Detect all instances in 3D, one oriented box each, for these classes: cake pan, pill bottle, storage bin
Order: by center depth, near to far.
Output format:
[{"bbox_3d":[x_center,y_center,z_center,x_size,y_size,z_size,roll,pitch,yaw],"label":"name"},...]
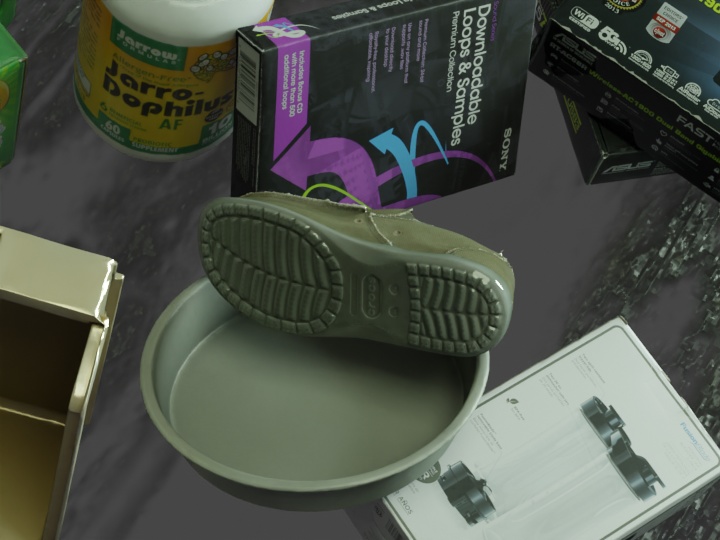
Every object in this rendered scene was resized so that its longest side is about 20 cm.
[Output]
[{"bbox_3d":[-0.238,0.050,1.079,0.199,0.199,0.094,16,56,-4],"label":"storage bin"},{"bbox_3d":[-0.026,0.062,1.175,0.199,0.037,0.201,-2,42,2],"label":"cake pan"},{"bbox_3d":[-0.109,-0.160,1.217,0.112,0.200,0.113,6,61,-10],"label":"pill bottle"}]

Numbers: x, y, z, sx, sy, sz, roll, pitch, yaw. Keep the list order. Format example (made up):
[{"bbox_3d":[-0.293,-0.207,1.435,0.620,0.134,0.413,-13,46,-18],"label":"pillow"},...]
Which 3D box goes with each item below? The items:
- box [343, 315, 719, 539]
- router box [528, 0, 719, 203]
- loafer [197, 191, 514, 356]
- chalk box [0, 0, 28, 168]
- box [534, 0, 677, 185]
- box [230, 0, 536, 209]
[{"bbox_3d":[0.103,0.125,1.199,0.200,0.060,0.117,-29,72,-25],"label":"box"},{"bbox_3d":[0.230,-0.139,1.316,0.200,0.062,0.150,35,61,7],"label":"router box"},{"bbox_3d":[0.000,0.000,1.172,0.199,0.076,0.070,17,24,20],"label":"loafer"},{"bbox_3d":[-0.276,-0.111,1.197,0.200,0.125,0.124,-33,74,-25],"label":"chalk box"},{"bbox_3d":[0.220,-0.161,1.387,0.199,0.048,0.194,-7,63,-16],"label":"box"},{"bbox_3d":[0.015,-0.099,1.239,0.199,0.143,0.036,-19,42,-29],"label":"box"}]
